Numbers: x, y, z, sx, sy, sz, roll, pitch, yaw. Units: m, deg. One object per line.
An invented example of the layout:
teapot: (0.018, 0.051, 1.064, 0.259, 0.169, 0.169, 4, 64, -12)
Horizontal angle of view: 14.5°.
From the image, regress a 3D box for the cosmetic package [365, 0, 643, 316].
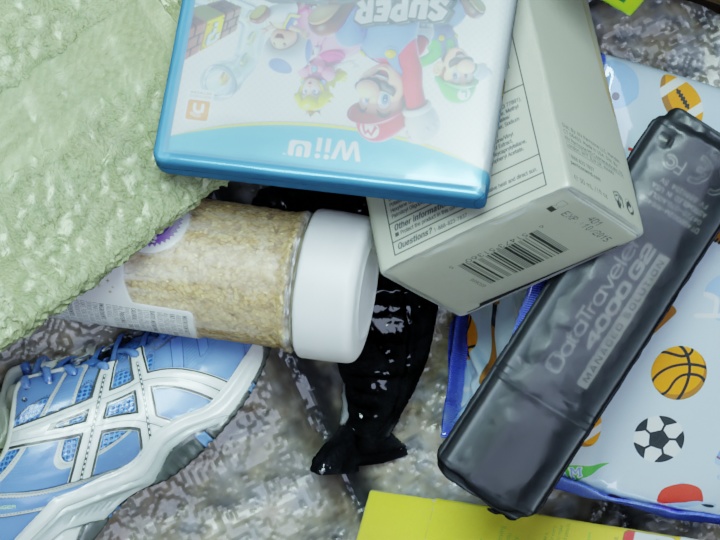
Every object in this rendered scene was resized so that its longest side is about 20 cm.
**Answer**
cosmetic package: (0.051, -0.093, 1.279, 0.071, 0.105, 0.200, 29, 45, -51)

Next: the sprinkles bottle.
sprinkles bottle: (-0.094, -0.004, 1.287, 0.200, 0.068, 0.068, 8, 93, 9)

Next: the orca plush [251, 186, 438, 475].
orca plush: (0.000, 0.000, 1.343, 0.105, 0.071, 0.200, 9, 93, -14)

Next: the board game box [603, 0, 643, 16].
board game box: (0.125, -0.212, 1.275, 0.048, 0.200, 0.102, 27, 121, -19)

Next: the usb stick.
usb stick: (0.105, 0.021, 1.273, 0.055, 0.033, 0.200, 32, 94, -7)

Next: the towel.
towel: (-0.147, -0.058, 1.224, 0.200, 0.036, 0.148, -42, 100, -23)

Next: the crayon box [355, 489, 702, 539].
crayon box: (0.088, 0.179, 1.334, 0.200, 0.051, 0.127, 9, 51, 12)

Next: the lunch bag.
lunch bag: (0.139, 0.014, 1.354, 0.170, 0.124, 0.200, 14, 84, -15)

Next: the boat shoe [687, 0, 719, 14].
boat shoe: (0.200, -0.159, 1.379, 0.202, 0.075, 0.075, 20, 84, -14)

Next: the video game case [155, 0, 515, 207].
video game case: (-0.002, -0.131, 1.226, 0.143, 0.018, 0.200, 7, 73, 8)

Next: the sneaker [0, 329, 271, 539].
sneaker: (-0.121, 0.066, 1.317, 0.200, 0.076, 0.077, -43, 107, -8)
